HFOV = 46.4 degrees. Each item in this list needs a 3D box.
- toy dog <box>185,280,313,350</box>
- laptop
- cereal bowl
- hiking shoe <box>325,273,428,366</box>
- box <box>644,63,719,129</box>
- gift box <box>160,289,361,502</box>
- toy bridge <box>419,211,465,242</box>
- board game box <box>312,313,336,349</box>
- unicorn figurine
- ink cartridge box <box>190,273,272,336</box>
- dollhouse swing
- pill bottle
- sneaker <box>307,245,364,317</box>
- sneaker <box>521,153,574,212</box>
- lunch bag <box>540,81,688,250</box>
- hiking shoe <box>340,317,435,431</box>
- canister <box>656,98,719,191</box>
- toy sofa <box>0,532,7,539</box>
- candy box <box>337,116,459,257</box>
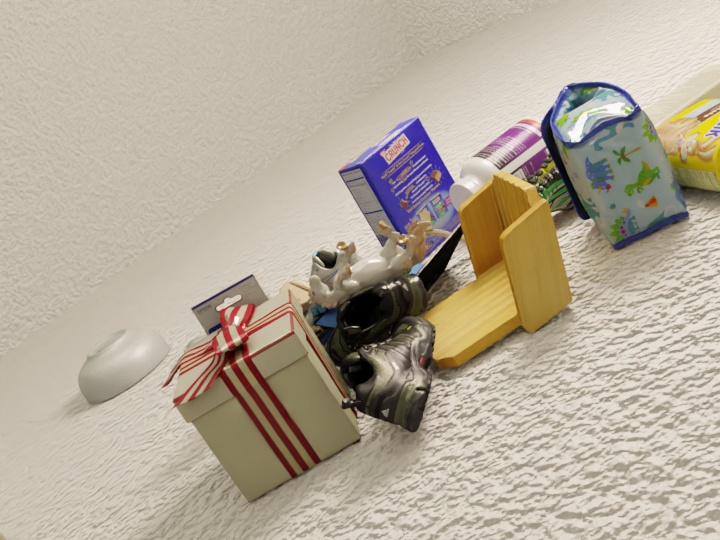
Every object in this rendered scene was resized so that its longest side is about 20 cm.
[{"bbox_3d":[-0.138,0.104,1.210,0.200,0.132,0.096,-36,55,-3],"label":"toy dog"},{"bbox_3d":[0.048,0.000,1.251,0.187,0.116,0.200,-47,-15,-42],"label":"laptop"},{"bbox_3d":[-0.500,0.181,1.734,0.200,0.083,0.200,-27,17,9],"label":"cereal bowl"},{"bbox_3d":[-0.004,0.066,1.116,0.101,0.076,0.200,0,-34,-41],"label":"hiking shoe"},{"bbox_3d":[0.479,-0.220,1.220,0.200,0.078,0.095,-34,17,-11],"label":"box"},{"bbox_3d":[-0.129,0.148,1.021,0.200,0.187,0.185,-31,17,-3],"label":"gift box"},{"bbox_3d":[0.196,-0.078,1.309,0.200,0.067,0.027,-12,-14,4],"label":"toy bridge"},{"bbox_3d":[-0.096,0.125,1.290,0.135,0.035,0.200,-18,21,37],"label":"board game box"},{"bbox_3d":[0.000,0.000,1.123,0.200,0.137,0.074,-9,62,-3],"label":"unicorn figurine"},{"bbox_3d":[-0.133,0.106,1.121,0.095,0.200,0.037,-29,17,2],"label":"ink cartridge box"},{"bbox_3d":[0.140,-0.004,1.061,0.176,0.182,0.200,-19,17,-2],"label":"dollhouse swing"},{"bbox_3d":[0.245,-0.165,1.401,0.200,0.112,0.112,-37,18,-21],"label":"pill bottle"},{"bbox_3d":[-0.050,0.010,1.274,0.200,0.087,0.075,-28,16,50],"label":"sneaker"},{"bbox_3d":[0.285,-0.107,1.251,0.200,0.085,0.078,-43,29,10],"label":"sneaker"},{"bbox_3d":[0.323,-0.150,1.107,0.127,0.170,0.200,-25,24,15],"label":"lunch bag"},{"bbox_3d":[0.031,0.104,0.977,0.101,0.076,0.200,14,23,-1],"label":"hiking shoe"},{"bbox_3d":[0.467,-0.160,1.061,0.148,0.087,0.200,-32,15,-4],"label":"canister"},{"bbox_3d":[-0.532,0.354,1.096,0.098,0.200,0.083,-20,19,48],"label":"toy sofa"},{"bbox_3d":[0.079,-0.135,1.447,0.077,0.200,0.169,-8,27,51],"label":"candy box"}]
